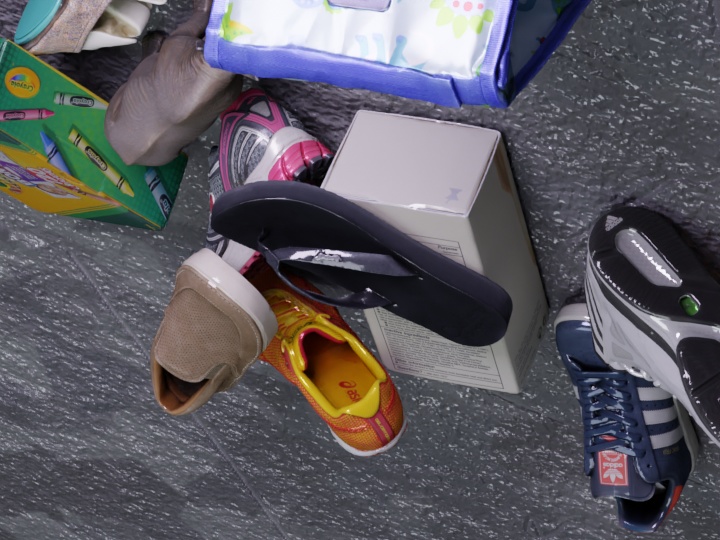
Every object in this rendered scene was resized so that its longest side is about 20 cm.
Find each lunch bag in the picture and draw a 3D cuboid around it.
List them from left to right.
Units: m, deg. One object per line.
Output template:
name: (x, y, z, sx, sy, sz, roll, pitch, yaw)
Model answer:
lunch bag: (0.029, -0.172, 1.427, 0.170, 0.200, 0.127, 9, 147, 26)

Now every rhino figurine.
rhino figurine: (-0.100, -0.124, 1.703, 0.060, 0.087, 0.200, 32, 149, -15)

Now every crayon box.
crayon box: (-0.220, -0.092, 1.799, 0.119, 0.058, 0.200, 10, 166, 37)

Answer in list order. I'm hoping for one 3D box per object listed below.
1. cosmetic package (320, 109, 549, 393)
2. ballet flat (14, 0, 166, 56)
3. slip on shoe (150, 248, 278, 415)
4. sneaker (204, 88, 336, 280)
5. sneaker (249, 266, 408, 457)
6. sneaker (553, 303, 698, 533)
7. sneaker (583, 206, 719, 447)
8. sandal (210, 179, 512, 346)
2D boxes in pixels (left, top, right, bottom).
cosmetic package: (0.052, -0.010, 1.790, 0.105, 0.071, 0.200, 11, 147, 20)
ballet flat: (-0.154, -0.173, 1.689, 0.067, 0.068, 0.200, 25, 152, -14)
slip on shoe: (-0.107, 0.046, 1.846, 0.076, 0.061, 0.200, 42, 161, 3)
sneaker: (-0.068, -0.051, 1.820, 0.075, 0.081, 0.200, 50, 152, 12)
sneaker: (-0.036, 0.043, 1.889, 0.200, 0.073, 0.077, 40, 163, 37)
sneaker: (0.176, 0.105, 1.871, 0.075, 0.085, 0.200, 3, 143, 32)
sneaker: (0.212, 0.057, 1.746, 0.201, 0.076, 0.115, 53, 167, 14)
sandal: (0.001, 0.000, 1.719, 0.200, 0.043, 0.076, 23, 148, -6)
